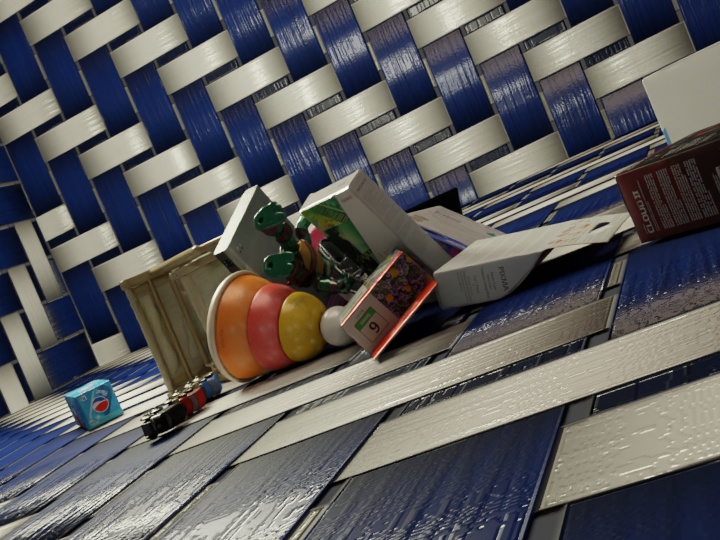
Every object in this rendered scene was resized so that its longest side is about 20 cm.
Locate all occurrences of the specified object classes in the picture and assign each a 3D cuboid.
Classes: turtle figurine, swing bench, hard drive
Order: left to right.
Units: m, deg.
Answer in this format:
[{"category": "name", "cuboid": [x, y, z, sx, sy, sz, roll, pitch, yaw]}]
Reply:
[{"category": "swing bench", "cuboid": [-0.234, 0.067, 1.433, 0.198, 0.203, 0.129, -20, 4, 38]}, {"category": "hard drive", "cuboid": [-0.120, -0.007, 1.392, 0.032, 0.200, 0.141, -20, 35, 35]}, {"category": "turtle figurine", "cuboid": [-0.067, -0.020, 1.271, 0.100, 0.151, 0.199, -39, -24, 16]}]

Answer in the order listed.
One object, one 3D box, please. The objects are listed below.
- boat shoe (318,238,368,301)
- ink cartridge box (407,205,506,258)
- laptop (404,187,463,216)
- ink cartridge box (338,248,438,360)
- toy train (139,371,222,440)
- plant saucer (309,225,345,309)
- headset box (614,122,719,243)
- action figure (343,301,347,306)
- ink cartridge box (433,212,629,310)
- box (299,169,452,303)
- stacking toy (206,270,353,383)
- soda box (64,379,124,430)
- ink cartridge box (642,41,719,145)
[{"category": "boat shoe", "cuboid": [0.000, 0.000, 1.353, 0.070, 0.069, 0.199, -13, 24, -30]}, {"category": "ink cartridge box", "cuboid": [0.118, -0.042, 1.249, 0.117, 0.043, 0.199, 24, 15, 19]}, {"category": "laptop", "cuboid": [0.071, -0.035, 1.510, 0.184, 0.118, 0.200, -24, 4, -9]}, {"category": "ink cartridge box", "cuboid": [0.027, 0.033, 1.050, 0.109, 0.050, 0.200, -50, 3, 1]}, {"category": "toy train", "cuboid": [-0.224, 0.170, 1.215, 0.045, 0.035, 0.200, -20, 5, 15]}, {"category": "plant saucer", "cuboid": [-0.064, 0.009, 1.578, 0.050, 0.205, 0.199, 22, -20, -25]}, {"category": "headset box", "cuboid": [0.352, -0.100, 0.888, 0.147, 0.076, 0.199, -27, 4, -35]}, {"category": "action figure", "cuboid": [0.027, -0.002, 1.598, 0.198, 0.053, 0.065, -31, -27, 21]}, {"category": "ink cartridge box", "cuboid": [0.198, -0.013, 1.047, 0.196, 0.048, 0.160, -10, 10, 28]}, {"category": "box", "cuboid": [0.028, -0.034, 1.191, 0.037, 0.200, 0.144, -54, 17, -24]}, {"category": "stacking toy", "cuboid": [-0.087, 0.076, 1.212, 0.196, 0.150, 0.146, 1, 16, 30]}, {"category": "soda box", "cuboid": [-0.482, 0.240, 1.688, 0.067, 0.065, 0.199, -26, 3, -23]}, {"category": "ink cartridge box", "cuboid": [0.486, -0.222, 1.180, 0.198, 0.149, 0.145, -26, 3, -39]}]
